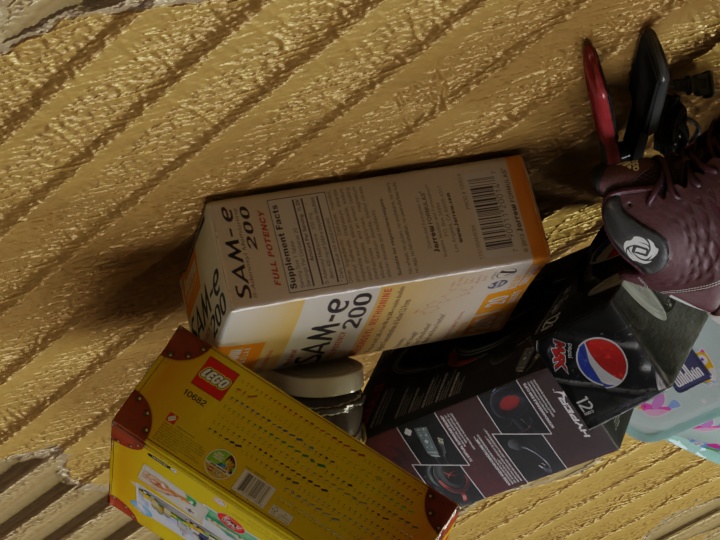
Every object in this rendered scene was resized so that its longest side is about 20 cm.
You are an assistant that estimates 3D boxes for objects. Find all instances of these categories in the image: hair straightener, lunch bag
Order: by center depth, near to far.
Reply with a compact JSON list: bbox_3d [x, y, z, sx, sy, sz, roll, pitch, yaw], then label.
[{"bbox_3d":[0.174,-0.085,1.458,0.077,0.041,0.200,-16,155,3],"label":"hair straightener"},{"bbox_3d":[0.266,0.055,1.801,0.200,0.122,0.170,23,145,-33],"label":"lunch bag"}]

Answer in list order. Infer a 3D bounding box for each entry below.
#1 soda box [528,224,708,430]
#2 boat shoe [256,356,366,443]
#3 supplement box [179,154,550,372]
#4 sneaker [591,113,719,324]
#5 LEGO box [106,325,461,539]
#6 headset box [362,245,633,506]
[{"bbox_3d":[0.173,0.013,1.542,0.063,0.071,0.200,-28,-167,31],"label":"soda box"},{"bbox_3d":[-0.043,0.081,1.619,0.072,0.060,0.200,-8,-172,-17],"label":"boat shoe"},{"bbox_3d":[0.000,0.000,1.518,0.200,0.074,0.126,-9,160,-14],"label":"supplement box"},{"bbox_3d":[0.192,-0.062,1.406,0.115,0.076,0.200,15,121,2],"label":"sneaker"},{"bbox_3d":[-0.051,0.141,1.513,0.077,0.200,0.149,-54,172,-23],"label":"LEGO box"},{"bbox_3d":[0.082,0.078,1.621,0.200,0.075,0.149,-23,-158,31],"label":"headset box"}]
